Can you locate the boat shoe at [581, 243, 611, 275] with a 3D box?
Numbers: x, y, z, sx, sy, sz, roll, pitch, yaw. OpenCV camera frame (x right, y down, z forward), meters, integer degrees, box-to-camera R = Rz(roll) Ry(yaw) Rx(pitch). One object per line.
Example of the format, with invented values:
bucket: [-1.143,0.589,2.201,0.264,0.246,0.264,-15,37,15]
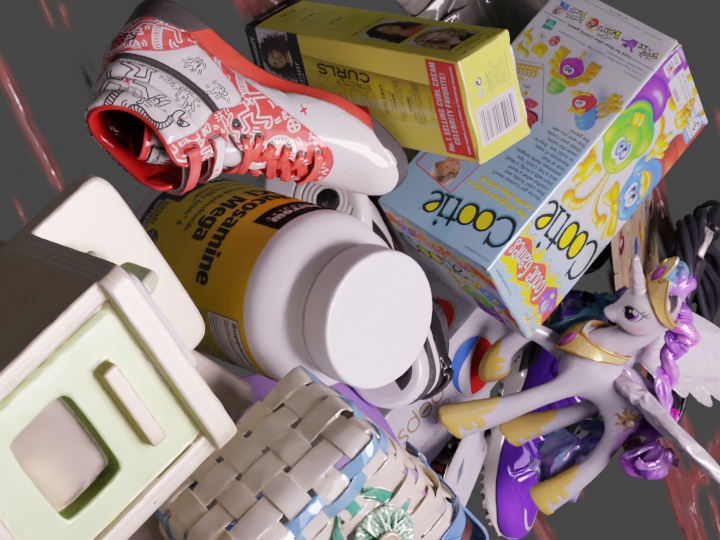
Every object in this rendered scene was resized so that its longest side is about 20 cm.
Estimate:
boat shoe: [0.132,-0.041,1.591,0.200,0.063,0.073,30,82,-42]

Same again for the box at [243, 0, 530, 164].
box: [0.015,-0.122,1.368,0.050,0.200,0.075,-34,124,-34]

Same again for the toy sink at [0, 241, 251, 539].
toy sink: [-0.188,0.076,1.294,0.200,0.112,0.130,32,80,-38]

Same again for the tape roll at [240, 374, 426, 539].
tape roll: [-0.058,0.168,1.423,0.200,0.066,0.200,-9,123,-15]

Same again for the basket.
basket: [-0.023,0.172,1.285,0.176,0.139,0.200,-44,139,-8]

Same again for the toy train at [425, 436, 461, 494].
toy train: [0.049,0.159,1.596,0.046,0.034,0.200,15,91,-33]

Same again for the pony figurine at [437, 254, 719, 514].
pony figurine: [0.184,0.087,1.492,0.193,0.200,0.167,42,29,-26]

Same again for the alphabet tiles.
alphabet tiles: [0.207,-0.022,1.626,0.200,0.008,0.167,-59,145,-63]

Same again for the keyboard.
keyboard: [0.067,0.146,1.501,0.200,0.011,0.056,-57,150,-65]

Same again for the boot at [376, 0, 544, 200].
boot: [0.050,-0.151,1.500,0.200,0.068,0.131,-47,117,-23]

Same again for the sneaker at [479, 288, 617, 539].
sneaker: [0.153,0.112,1.615,0.070,0.099,0.200,-6,108,-72]

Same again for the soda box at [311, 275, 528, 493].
soda box: [0.039,0.082,1.538,0.200,0.068,0.064,-49,129,-20]

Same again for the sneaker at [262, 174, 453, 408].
sneaker: [0.000,0.000,1.472,0.200,0.073,0.112,68,16,8]

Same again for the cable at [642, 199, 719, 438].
cable: [0.254,0.051,1.691,0.163,0.051,0.200,-59,160,-64]

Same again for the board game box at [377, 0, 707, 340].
board game box: [0.125,-0.073,1.449,0.200,0.105,0.103,-49,146,-10]

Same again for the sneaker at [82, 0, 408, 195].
sneaker: [-0.074,-0.076,1.325,0.201,0.067,0.108,31,51,-8]

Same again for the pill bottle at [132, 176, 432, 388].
pill bottle: [-0.053,0.009,1.345,0.112,0.200,0.113,-13,110,-39]

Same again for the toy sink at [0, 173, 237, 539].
toy sink: [-0.155,0.063,1.163,0.200,0.112,0.130,-45,123,-21]
